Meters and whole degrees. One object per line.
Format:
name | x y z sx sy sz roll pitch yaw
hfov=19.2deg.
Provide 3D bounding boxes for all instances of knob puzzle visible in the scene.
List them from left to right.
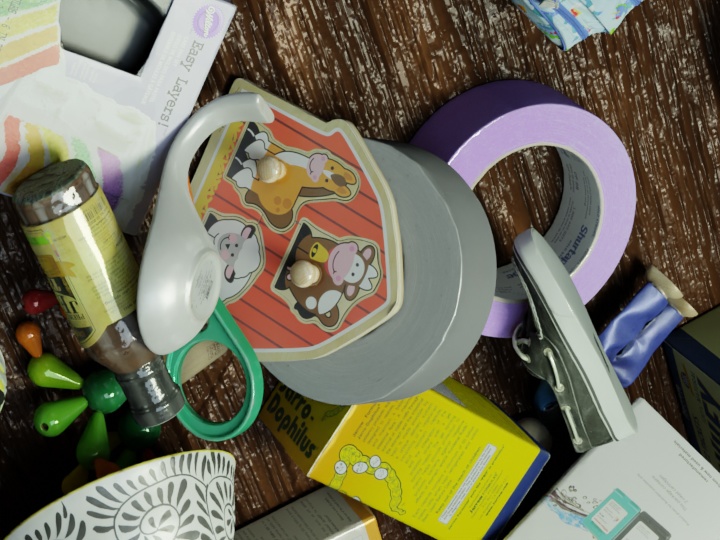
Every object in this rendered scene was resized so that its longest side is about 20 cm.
knob puzzle | -0.054 -0.022 1.581 0.030 0.219 0.221 0 117 -62

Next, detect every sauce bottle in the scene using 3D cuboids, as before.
sauce bottle | -0.183 0.020 1.532 0.064 0.065 0.201 -28 111 -12

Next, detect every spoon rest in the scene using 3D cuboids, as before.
spoon rest | -0.122 -0.036 1.540 0.099 0.060 0.202 56 50 -62

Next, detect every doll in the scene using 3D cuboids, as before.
doll | 0.206 0.092 1.844 0.200 0.048 0.136 -46 141 0

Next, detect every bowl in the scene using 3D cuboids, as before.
bowl | -0.171 0.225 1.625 0.199 0.095 0.201 -22 161 -8

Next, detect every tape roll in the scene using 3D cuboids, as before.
tape roll | 0.000 0.000 1.607 0.066 0.199 0.202 0 117 -62
tape roll | 0.123 -0.050 1.730 0.198 0.066 0.202 -11 116 -22

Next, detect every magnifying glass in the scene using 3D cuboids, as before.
magnifying glass | -0.122 0.028 1.593 0.022 0.079 0.202 -12 91 -62

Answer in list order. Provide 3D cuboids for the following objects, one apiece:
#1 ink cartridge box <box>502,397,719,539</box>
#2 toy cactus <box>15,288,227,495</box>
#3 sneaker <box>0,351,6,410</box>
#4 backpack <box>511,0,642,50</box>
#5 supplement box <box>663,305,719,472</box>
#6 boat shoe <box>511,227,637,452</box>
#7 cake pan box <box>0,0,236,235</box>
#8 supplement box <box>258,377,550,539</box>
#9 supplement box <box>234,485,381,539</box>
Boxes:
ink cartridge box | 0.211 0.241 1.808 0.146 0.147 0.200 44 77 9
toy cactus | -0.175 0.081 1.633 0.164 0.102 0.202 -26 112 -26
sneaker | -0.339 0.052 1.536 0.199 0.076 0.076 20 104 -31
backpack | 0.142 -0.261 1.600 0.199 0.163 0.154 19 112 -39
supplement box | 0.407 0.105 1.861 0.199 0.200 0.135 -28 121 -11
boat shoe | 0.158 0.062 1.715 0.063 0.071 0.201 -23 111 12
cake pan box | -0.206 -0.144 1.530 0.183 0.052 0.201 19 103 -34
supplement box | 0.036 0.136 1.744 0.199 0.109 0.110 30 97 -33
supplement box | -0.073 0.278 1.774 0.199 0.074 0.127 -25 122 -15
